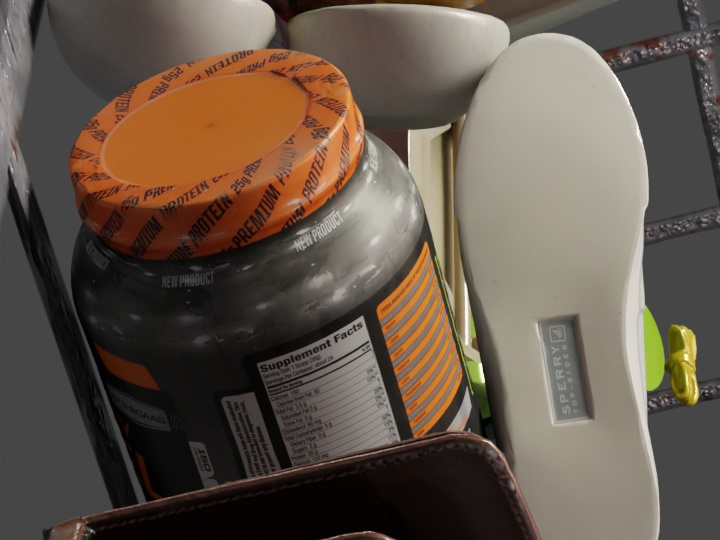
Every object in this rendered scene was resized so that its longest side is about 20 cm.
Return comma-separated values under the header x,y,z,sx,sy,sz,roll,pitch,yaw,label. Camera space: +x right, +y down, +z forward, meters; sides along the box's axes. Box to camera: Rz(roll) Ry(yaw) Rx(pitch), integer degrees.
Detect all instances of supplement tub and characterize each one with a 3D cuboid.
x,y,z,sx,sy,sz,roll,pitch,yaw,label
-0.025,0.034,0.906,0.123,0.122,0.201,-96,171,-58,supplement tub

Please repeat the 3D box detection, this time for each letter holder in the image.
x,y,z,sx,sy,sz,roll,pitch,yaw,label
0.003,0.164,0.742,0.101,0.141,0.201,-92,168,-68,letter holder

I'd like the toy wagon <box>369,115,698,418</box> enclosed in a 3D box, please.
x,y,z,sx,sy,sz,roll,pitch,yaw,label
0.073,0.010,1.113,0.200,0.039,0.156,34,46,-42,toy wagon

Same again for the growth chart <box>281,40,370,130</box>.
x,y,z,sx,sy,sz,roll,pitch,yaw,label
-0.016,-0.090,1.336,0.145,0.018,0.201,-42,-144,53,growth chart

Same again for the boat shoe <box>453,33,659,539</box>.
x,y,z,sx,sy,sz,roll,pitch,yaw,label
0.074,0.018,0.958,0.069,0.071,0.202,106,-26,-80,boat shoe

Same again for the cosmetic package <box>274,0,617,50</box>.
x,y,z,sx,sy,sz,roll,pitch,yaw,label
0.035,-0.197,1.152,0.167,0.165,0.201,-25,94,-74,cosmetic package

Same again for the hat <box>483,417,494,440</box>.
x,y,z,sx,sy,sz,roll,pitch,yaw,label
0.000,0.000,1.210,0.177,0.165,0.200,63,24,-1,hat

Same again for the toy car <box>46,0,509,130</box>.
x,y,z,sx,sy,sz,roll,pitch,yaw,label
-0.033,-0.142,1.006,0.150,0.198,0.177,164,-70,-79,toy car

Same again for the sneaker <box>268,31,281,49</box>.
x,y,z,sx,sy,sz,roll,pitch,yaw,label
-0.029,-0.205,1.461,0.105,0.075,0.201,-45,118,-35,sneaker
